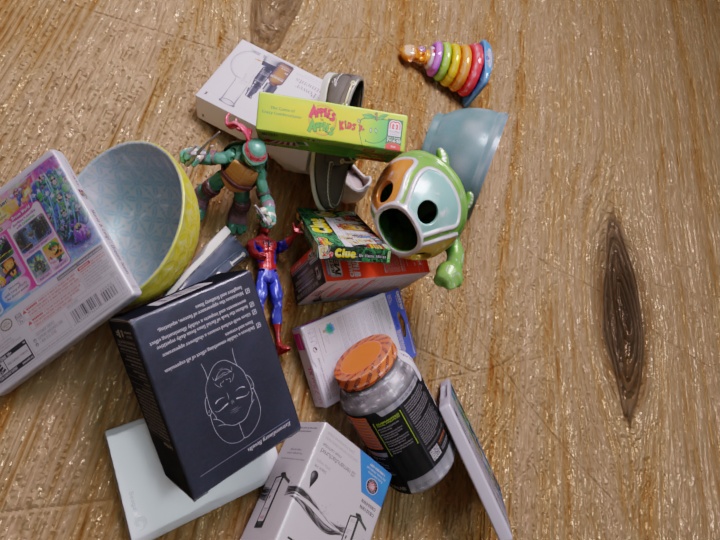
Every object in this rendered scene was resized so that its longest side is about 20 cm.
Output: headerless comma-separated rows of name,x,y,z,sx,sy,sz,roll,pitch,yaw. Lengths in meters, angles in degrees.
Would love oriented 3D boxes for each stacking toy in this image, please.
stacking toy,0.176,-0.447,1.144,0.193,0.110,0.121,11,68,-16

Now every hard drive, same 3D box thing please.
hard drive,-0.205,0.234,0.676,0.195,0.026,0.136,-14,80,-36

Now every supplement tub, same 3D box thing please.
supplement tub,0.048,0.202,0.763,0.122,0.120,0.204,-43,114,-36

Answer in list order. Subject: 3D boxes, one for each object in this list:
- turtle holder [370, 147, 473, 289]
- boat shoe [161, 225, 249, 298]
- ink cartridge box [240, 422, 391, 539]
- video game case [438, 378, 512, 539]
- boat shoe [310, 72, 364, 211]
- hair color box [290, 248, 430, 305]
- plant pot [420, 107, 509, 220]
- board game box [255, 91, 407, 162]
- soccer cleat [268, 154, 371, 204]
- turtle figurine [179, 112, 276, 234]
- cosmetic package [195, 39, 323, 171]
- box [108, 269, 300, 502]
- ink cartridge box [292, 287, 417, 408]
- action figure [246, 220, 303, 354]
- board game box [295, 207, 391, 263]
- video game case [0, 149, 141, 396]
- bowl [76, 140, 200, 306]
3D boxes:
turtle holder,0.084,-0.071,0.783,0.132,0.136,0.191,-47,134,-47
boat shoe,-0.219,0.027,0.716,0.062,0.074,0.203,43,45,-16
ink cartridge box,-0.059,0.325,0.685,0.146,0.083,0.204,43,53,-26
video game case,0.173,0.283,0.829,0.021,0.182,0.205,-26,86,8
boat shoe,-0.033,-0.194,0.815,0.072,0.058,0.210,-6,103,-64
hair color box,0.000,0.000,0.844,0.194,0.110,0.066,-6,73,-34
plant pot,0.183,-0.217,1.010,0.130,0.203,0.204,22,57,9
board game box,-0.042,-0.191,0.727,0.192,0.102,0.050,7,92,-9
soccer cleat,-0.068,-0.184,0.889,0.196,0.077,0.071,29,59,-20
turtle figurine,-0.168,-0.121,0.726,0.148,0.199,0.102,38,57,-13
cosmetic package,-0.140,-0.267,0.855,0.195,0.052,0.154,26,61,1
box,-0.178,0.123,0.623,0.146,0.105,0.207,-23,101,-36
ink cartridge box,-0.003,0.114,0.833,0.195,0.041,0.124,-20,94,-34
action figure,-0.125,0.008,0.773,0.063,0.098,0.208,4,68,-31
board game box,-0.032,-0.055,0.776,0.101,0.200,0.024,0,110,-16
video game case,-0.364,0.003,0.586,0.197,0.024,0.185,-34,86,4
bowl,-0.273,-0.044,0.674,0.108,0.193,0.208,45,39,-65
